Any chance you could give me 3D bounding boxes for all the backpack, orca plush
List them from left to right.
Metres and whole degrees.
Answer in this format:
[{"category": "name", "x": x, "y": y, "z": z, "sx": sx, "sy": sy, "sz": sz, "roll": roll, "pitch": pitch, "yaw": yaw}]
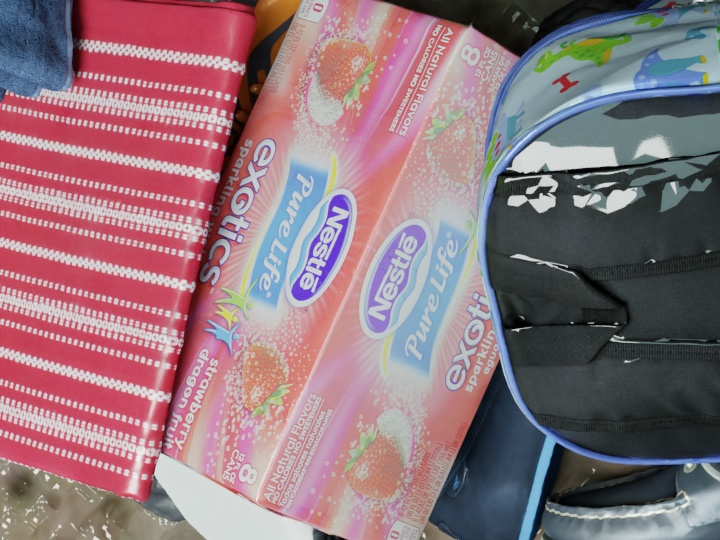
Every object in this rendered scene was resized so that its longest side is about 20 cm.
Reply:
[{"category": "orca plush", "x": -0.073, "y": 0.057, "z": 1.109, "sx": 0.200, "sy": 0.071, "sz": 0.105, "roll": 38, "pitch": 142, "yaw": -6}, {"category": "backpack", "x": 0.144, "y": -0.022, "z": 0.922, "sx": 0.199, "sy": 0.147, "sz": 0.184, "roll": -8, "pitch": 120, "yaw": 6}]

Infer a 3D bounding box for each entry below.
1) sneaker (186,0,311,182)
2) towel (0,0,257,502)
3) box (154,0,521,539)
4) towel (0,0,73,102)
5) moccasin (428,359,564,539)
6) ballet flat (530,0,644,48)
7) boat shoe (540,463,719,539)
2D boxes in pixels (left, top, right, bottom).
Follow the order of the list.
[{"category": "sneaker", "x": -0.055, "y": -0.061, "z": 1.065, "sx": 0.200, "sy": 0.078, "sz": 0.112, "roll": -37, "pitch": 98, "yaw": 32}, {"category": "towel", "x": -0.110, "y": -0.018, "z": 1.006, "sx": 0.144, "sy": 0.022, "sz": 0.201, "roll": 11, "pitch": 88, "yaw": 44}, {"category": "box", "x": 0.000, "y": 0.000, "z": 0.989, "sx": 0.102, "sy": 0.094, "sz": 0.201, "roll": 23, "pitch": 87, "yaw": 46}, {"category": "towel", "x": -0.148, "y": -0.175, "z": 0.991, "sx": 0.048, "sy": 0.111, "sz": 0.201, "roll": 1, "pitch": 75, "yaw": 35}, {"category": "moccasin", "x": 0.062, "y": 0.032, "z": 1.048, "sx": 0.068, "sy": 0.080, "sz": 0.201, "roll": 17, "pitch": 109, "yaw": 10}, {"category": "ballet flat", "x": 0.165, "y": -0.066, "z": 1.001, "sx": 0.199, "sy": 0.057, "sz": 0.067, "roll": 11, "pitch": 109, "yaw": 12}, {"category": "boat shoe", "x": 0.170, "y": 0.085, "z": 1.035, "sx": 0.199, "sy": 0.075, "sz": 0.062, "roll": -8, "pitch": 105, "yaw": 17}]
